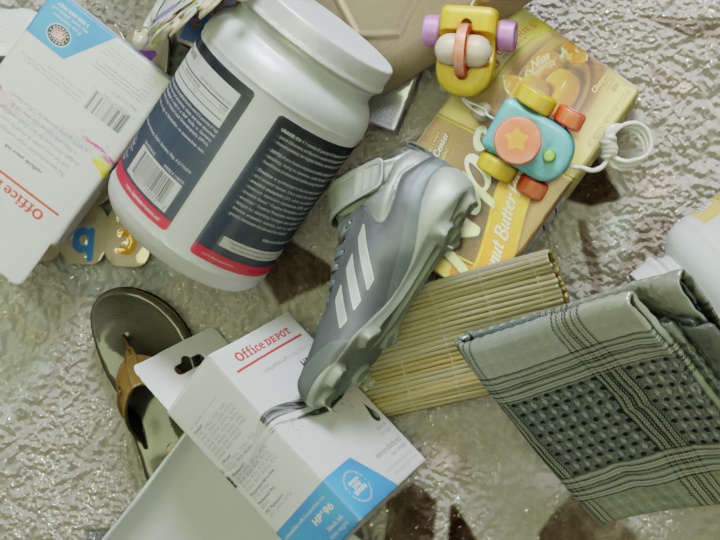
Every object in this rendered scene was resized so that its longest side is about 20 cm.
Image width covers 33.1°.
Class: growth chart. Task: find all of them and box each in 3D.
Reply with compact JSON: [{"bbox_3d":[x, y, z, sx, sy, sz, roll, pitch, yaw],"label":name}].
[{"bbox_3d":[-0.107,-0.224,0.898,0.018,0.199,0.146,39,67,-26],"label":"growth chart"}]

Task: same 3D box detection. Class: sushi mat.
[{"bbox_3d":[0.066,0.053,0.905,0.198,0.012,0.097,-16,97,27],"label":"sushi mat"}]

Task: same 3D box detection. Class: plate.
[{"bbox_3d":[-0.104,0.244,0.938,0.199,0.032,0.201,39,93,-3],"label":"plate"}]

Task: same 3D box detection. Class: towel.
[{"bbox_3d":[0.184,0.097,0.821,0.199,0.035,0.193,-22,112,46],"label":"towel"}]

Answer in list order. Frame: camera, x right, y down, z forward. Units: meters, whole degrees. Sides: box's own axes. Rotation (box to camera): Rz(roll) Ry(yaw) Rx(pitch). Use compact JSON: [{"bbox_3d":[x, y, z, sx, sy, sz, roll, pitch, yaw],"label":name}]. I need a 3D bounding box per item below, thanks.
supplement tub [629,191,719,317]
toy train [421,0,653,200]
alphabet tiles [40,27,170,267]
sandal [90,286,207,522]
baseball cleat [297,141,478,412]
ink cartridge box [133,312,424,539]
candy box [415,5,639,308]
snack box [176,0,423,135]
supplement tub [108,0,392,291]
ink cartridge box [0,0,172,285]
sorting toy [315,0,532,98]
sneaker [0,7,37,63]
[{"bbox_3d":[0.303,-0.004,0.838,0.199,0.145,0.146,-35,81,7],"label":"supplement tub"},{"bbox_3d":[0.122,-0.151,0.849,0.149,0.056,0.202,-20,92,18],"label":"toy train"},{"bbox_3d":[-0.220,-0.104,1.006,0.197,0.015,0.199,4,87,10],"label":"alphabet tiles"},{"bbox_3d":[-0.164,0.108,0.962,0.081,0.055,0.203,-16,85,10],"label":"sandal"},{"bbox_3d":[0.000,0.000,0.886,0.106,0.070,0.201,36,87,22],"label":"baseball cleat"},{"bbox_3d":[-0.060,0.108,0.905,0.200,0.116,0.068,45,119,9],"label":"ink cartridge box"},{"bbox_3d":[0.107,-0.084,0.924,0.115,0.055,0.201,37,94,10],"label":"candy box"},{"bbox_3d":[-0.047,-0.180,0.974,0.198,0.024,0.073,24,92,11],"label":"snack box"},{"bbox_3d":[-0.081,-0.100,0.890,0.140,0.140,0.201,40,106,10],"label":"supplement tub"},{"bbox_3d":[-0.248,-0.102,0.956,0.115,0.068,0.201,37,93,-7],"label":"ink cartridge box"},{"bbox_3d":[0.032,-0.260,0.912,0.184,0.036,0.202,-29,91,23],"label":"sorting toy"},{"bbox_3d":[-0.358,-0.182,0.970,0.196,0.130,0.081,-5,78,15],"label":"sneaker"}]
